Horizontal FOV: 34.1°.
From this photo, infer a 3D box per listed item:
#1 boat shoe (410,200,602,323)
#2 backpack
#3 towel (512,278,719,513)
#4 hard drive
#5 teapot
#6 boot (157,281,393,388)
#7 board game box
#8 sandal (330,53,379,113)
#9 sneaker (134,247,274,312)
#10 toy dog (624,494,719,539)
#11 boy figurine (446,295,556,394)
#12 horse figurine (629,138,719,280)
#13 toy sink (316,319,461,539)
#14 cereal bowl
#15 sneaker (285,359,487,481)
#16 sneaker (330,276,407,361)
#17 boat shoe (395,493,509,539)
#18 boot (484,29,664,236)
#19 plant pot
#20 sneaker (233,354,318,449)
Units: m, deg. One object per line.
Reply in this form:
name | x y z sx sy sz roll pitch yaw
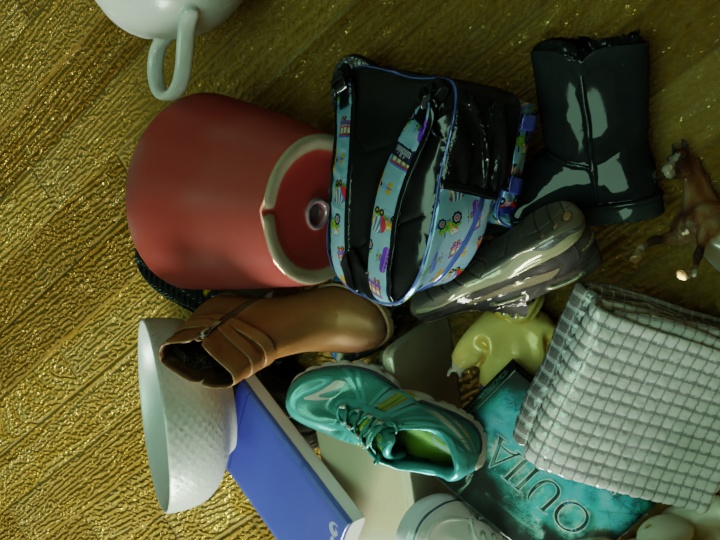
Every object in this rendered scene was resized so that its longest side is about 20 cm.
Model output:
boat shoe | 0.130 0.012 1.060 0.199 0.075 0.073 -26 115 39
backpack | 0.053 -0.072 1.046 0.182 0.133 0.203 21 104 53
towel | 0.251 0.109 1.045 0.198 0.086 0.167 15 109 -17
hard drive | -0.076 0.224 1.215 0.200 0.025 0.133 48 138 31
teapot | -0.203 -0.302 1.182 0.197 0.201 0.146 38 142 -5
boot | -0.082 0.063 1.128 0.198 0.155 0.078 12 114 22
board game box | 0.173 0.198 1.131 0.200 0.028 0.135 40 106 -11
sandal | 0.048 -0.134 1.164 0.200 0.045 0.075 44 127 -5
sneaker | -0.165 0.025 1.299 0.199 0.090 0.070 31 79 21
toy dog | 0.262 0.307 1.070 0.192 0.200 0.141 -5 101 30
boy figurine | 0.145 0.083 1.146 0.122 0.064 0.203 -3 102 4
horse figurine | 0.319 -0.008 1.007 0.199 0.133 0.050 38 139 5
toy sink | 0.028 0.159 1.203 0.111 0.130 0.203 -2 104 30
cereal bowl | -0.178 0.145 1.224 0.200 0.082 0.203 172 90 -73
sneaker | 0.020 0.139 1.079 0.198 0.080 0.079 15 108 16
sneaker | 0.000 0.000 1.220 0.090 0.078 0.202 29 114 40
boat shoe | 0.113 0.266 1.152 0.066 0.199 0.074 20 89 38
boot | 0.174 -0.124 1.069 0.198 0.076 0.170 -5 103 28
plant pot | -0.100 -0.068 1.148 0.176 0.199 0.203 11 110 42
sneaker | -0.133 0.129 1.320 0.197 0.076 0.116 10 107 24
